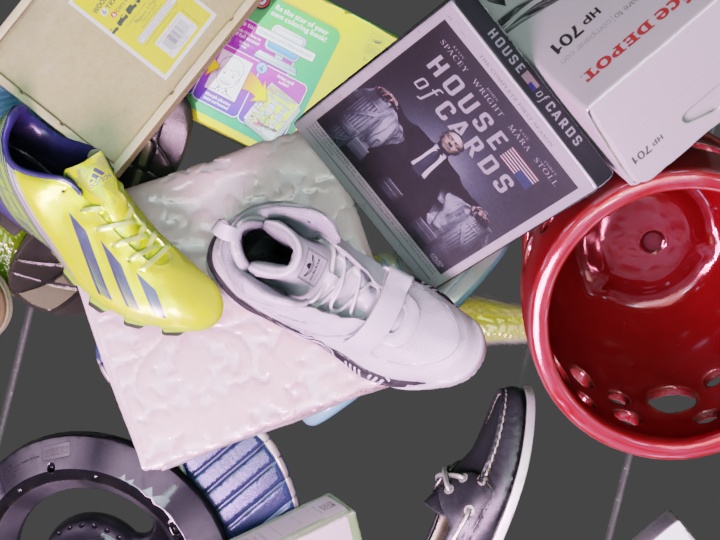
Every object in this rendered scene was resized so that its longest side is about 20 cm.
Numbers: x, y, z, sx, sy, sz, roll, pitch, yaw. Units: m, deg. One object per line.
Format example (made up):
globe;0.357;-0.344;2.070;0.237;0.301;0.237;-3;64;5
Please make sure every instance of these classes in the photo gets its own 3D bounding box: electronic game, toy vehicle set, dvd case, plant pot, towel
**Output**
electronic game;-0.183;0.206;1.691;0.199;0.042;0.201;5;111;14
toy vehicle set;-0.150;-0.178;1.630;0.124;0.027;0.200;39;88;1
dvd case;0.056;-0.080;1.565;0.150;0.200;0.025;51;53;-4
plant pot;0.201;-0.001;1.619;0.199;0.183;0.201;-1;112;-3
towel;-0.085;0.018;1.642;0.199;0.032;0.192;-19;81;-3

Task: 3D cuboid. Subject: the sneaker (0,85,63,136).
sneaker;-0.203;-0.155;1.691;0.076;0.081;0.200;34;95;1

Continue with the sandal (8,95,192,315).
sandal;-0.176;-0.051;1.698;0.080;0.057;0.201;28;110;-17

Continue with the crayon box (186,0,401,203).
crayon box;-0.062;-0.143;1.700;0.199;0.058;0.119;27;91;1

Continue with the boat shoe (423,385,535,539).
boat shoe;0.073;0.173;1.696;0.060;0.076;0.201;15;91;-5

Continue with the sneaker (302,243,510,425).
sneaker;0.000;0.000;1.692;0.200;0.080;0.131;-41;92;1

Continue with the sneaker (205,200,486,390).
sneaker;-0.012;0.017;1.567;0.199;0.115;0.075;25;82;5

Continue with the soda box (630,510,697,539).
soda box;0.165;0.260;1.701;0.200;0.064;0.068;-40;90;2

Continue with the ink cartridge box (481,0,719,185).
ink cartridge box;0.163;-0.170;1.547;0.146;0.200;0.086;-40;132;-1

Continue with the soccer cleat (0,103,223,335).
soccer cleat;-0.171;-0.033;1.591;0.200;0.065;0.084;36;126;8

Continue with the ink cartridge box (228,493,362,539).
ink cartridge box;-0.080;0.259;1.653;0.199;0.048;0.146;-23;115;-22

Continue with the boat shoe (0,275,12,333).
boat shoe;-0.343;0.049;1.699;0.199;0.066;0.074;-19;93;5

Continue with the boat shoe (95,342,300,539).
boat shoe;-0.109;0.110;1.698;0.072;0.072;0.200;-34;95;1
